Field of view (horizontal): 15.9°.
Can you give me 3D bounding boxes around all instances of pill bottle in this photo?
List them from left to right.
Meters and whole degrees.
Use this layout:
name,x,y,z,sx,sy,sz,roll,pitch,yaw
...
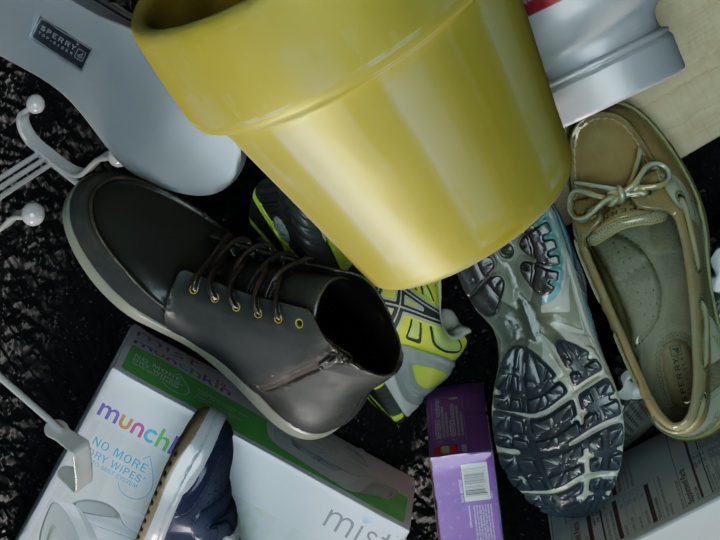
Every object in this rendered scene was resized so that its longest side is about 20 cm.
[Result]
name,x,y,z,sx,sy,sz,roll,pitch,yaw
pill bottle,0.100,-0.185,1.420,0.112,0.112,0.201,-24,93,7

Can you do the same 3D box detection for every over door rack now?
name,x,y,z,sx,sy,sz,roll,pitch,yaw
over door rack,-0.169,0.002,1.446,0.200,0.148,0.067,44,147,13

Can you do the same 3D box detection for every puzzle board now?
name,x,y,z,sx,sy,sz,roll,pitch,yaw
puzzle board,0.134,-0.121,1.499,0.199,0.017,0.151,-30,100,8

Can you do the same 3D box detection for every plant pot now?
name,x,y,z,sx,sy,sz,roll,pitch,yaw
plant pot,0.012,-0.103,1.338,0.200,0.201,0.189,-30,110,9

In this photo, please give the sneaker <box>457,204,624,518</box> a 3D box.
name,x,y,z,sx,sy,sz,roll,pitch,yaw
sneaker,0.113,0.040,1.482,0.077,0.086,0.201,-9,99,20

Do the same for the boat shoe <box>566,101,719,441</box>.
name,x,y,z,sx,sy,sz,roll,pitch,yaw
boat shoe,0.160,-0.003,1.454,0.073,0.063,0.202,-16,78,16

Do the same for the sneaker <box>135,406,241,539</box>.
name,x,y,z,sx,sy,sz,roll,pitch,yaw
sneaker,-0.077,0.178,1.451,0.108,0.070,0.201,21,112,3

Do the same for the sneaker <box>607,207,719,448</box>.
name,x,y,z,sx,sy,sz,roll,pitch,yaw
sneaker,0.205,0.049,1.512,0.090,0.066,0.200,36,100,-5

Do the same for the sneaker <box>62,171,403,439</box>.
name,x,y,z,sx,sy,sz,roll,pitch,yaw
sneaker,-0.065,0.001,1.402,0.200,0.106,0.075,38,58,-7

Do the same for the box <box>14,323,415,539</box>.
name,x,y,z,sx,sy,sz,roll,pitch,yaw
box,-0.093,0.161,1.535,0.199,0.097,0.177,30,105,-5

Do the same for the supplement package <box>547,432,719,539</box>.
name,x,y,z,sx,sy,sz,roll,pitch,yaw
supplement package,0.230,0.169,1.498,0.199,0.151,0.152,-27,102,8

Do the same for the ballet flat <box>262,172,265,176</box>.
name,x,y,z,sx,sy,sz,roll,pitch,yaw
ballet flat,-0.060,-0.113,1.479,0.073,0.073,0.201,-32,101,9

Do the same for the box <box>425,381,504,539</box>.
name,x,y,z,sx,sy,sz,roll,pitch,yaw
box,0.068,0.181,1.513,0.039,0.137,0.202,-6,103,3

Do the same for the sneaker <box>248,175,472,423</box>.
name,x,y,z,sx,sy,sz,roll,pitch,yaw
sneaker,0.000,0.000,1.482,0.076,0.075,0.200,-41,137,-11

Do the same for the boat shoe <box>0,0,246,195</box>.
name,x,y,z,sx,sy,sz,roll,pitch,yaw
boat shoe,-0.142,-0.114,1.464,0.199,0.066,0.072,32,107,10
